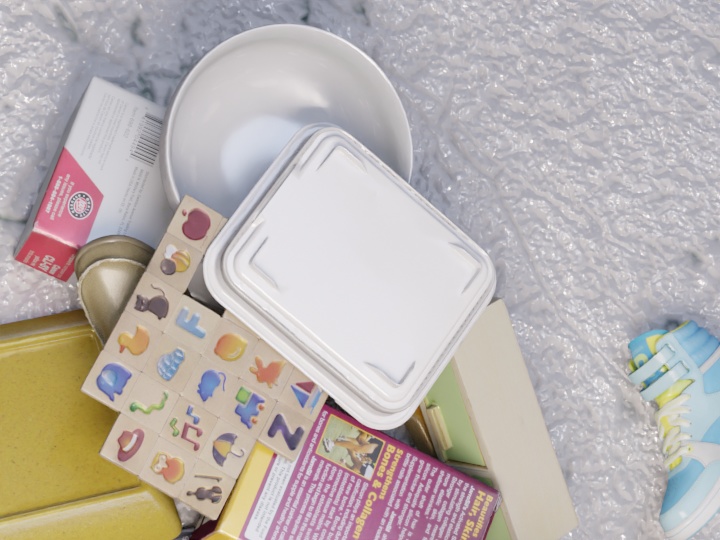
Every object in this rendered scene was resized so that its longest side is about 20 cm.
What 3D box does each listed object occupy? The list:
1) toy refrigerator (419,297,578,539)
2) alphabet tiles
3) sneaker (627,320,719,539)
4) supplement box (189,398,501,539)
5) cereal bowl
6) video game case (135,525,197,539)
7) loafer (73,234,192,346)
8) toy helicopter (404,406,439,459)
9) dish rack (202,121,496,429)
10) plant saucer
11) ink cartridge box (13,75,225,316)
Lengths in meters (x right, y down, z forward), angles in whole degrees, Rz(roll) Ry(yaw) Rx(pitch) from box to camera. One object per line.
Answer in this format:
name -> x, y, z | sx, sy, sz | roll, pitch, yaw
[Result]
toy refrigerator -> 0.098, 0.126, 1.601 | 0.070, 0.076, 0.201 | -28, 106, -31
alphabet tiles -> -0.103, 0.071, 1.470 | 0.166, 0.008, 0.201 | 31, 72, -13
sneaker -> 0.268, 0.129, 1.722 | 0.130, 0.080, 0.201 | 37, 51, -8
supplement box -> -0.013, 0.194, 1.538 | 0.199, 0.103, 0.132 | 28, 66, -10
cereal bowl -> -0.063, -0.086, 1.554 | 0.198, 0.083, 0.202 | 2, 83, -18
video game case -> -0.088, 0.292, 1.542 | 0.142, 0.019, 0.202 | -8, 74, -25
loafer -> -0.151, 0.061, 1.528 | 0.076, 0.068, 0.201 | -29, 114, 9
toy helicopter -> 0.053, 0.104, 1.655 | 0.132, 0.079, 0.201 | -27, 93, -38
dish rack -> 0.000, 0.000, 1.495 | 0.200, 0.044, 0.172 | 40, 71, -9
plant saucer -> -0.247, 0.124, 1.514 | 0.199, 0.048, 0.201 | -11, 70, -26
ink cartridge box -> -0.156, -0.041, 1.604 | 0.199, 0.083, 0.146 | 24, 63, -12
